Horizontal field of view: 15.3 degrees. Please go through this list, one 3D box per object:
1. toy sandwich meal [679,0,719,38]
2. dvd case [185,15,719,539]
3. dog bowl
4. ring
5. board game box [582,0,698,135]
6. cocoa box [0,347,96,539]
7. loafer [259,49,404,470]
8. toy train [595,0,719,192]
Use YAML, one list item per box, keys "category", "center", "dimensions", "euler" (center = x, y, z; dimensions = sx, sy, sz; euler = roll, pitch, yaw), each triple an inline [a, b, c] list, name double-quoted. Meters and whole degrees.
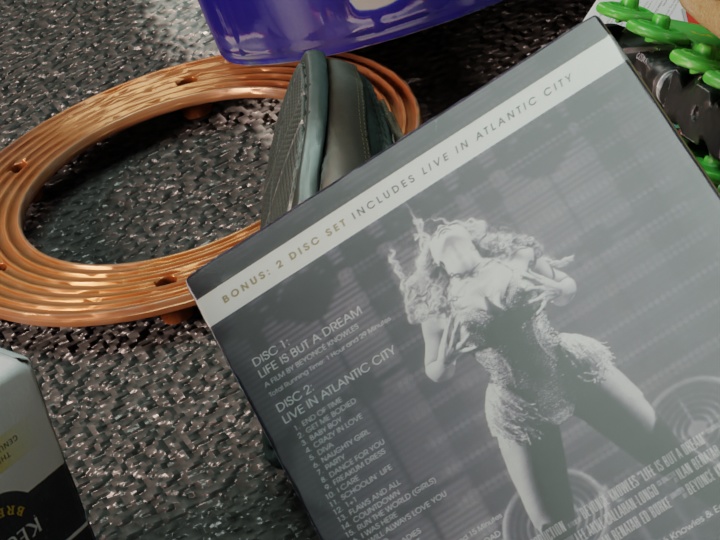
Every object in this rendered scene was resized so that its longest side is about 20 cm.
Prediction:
- category: "toy sandwich meal"
  center: [0.191, -0.082, 0.869]
  dimensions: [0.205, 0.070, 0.205]
  euler: [26, 14, -7]
- category: "dvd case"
  center: [0.052, 0.039, 0.754]
  dimensions: [0.148, 0.016, 0.200]
  euler: [-33, 59, 4]
- category: "dog bowl"
  center: [0.020, -0.158, 1.120]
  dimensions: [0.199, 0.079, 0.200]
  euler: [-19, 15, 5]
- category: "ring"
  center: [-0.070, -0.032, 1.062]
  dimensions: [0.200, 0.019, 0.201]
  euler: [-13, 29, 7]
- category: "board game box"
  center: [0.141, -0.081, 1.015]
  dimensions: [0.126, 0.035, 0.200]
  euler: [-1, 34, 28]
- category: "cocoa box"
  center: [-0.182, 0.116, 0.756]
  dimensions: [0.133, 0.132, 0.200]
  euler: [16, 43, 45]
- category: "loafer"
  center: [0.000, 0.000, 0.927]
  dimensions: [0.063, 0.072, 0.200]
  euler: [12, 39, -11]
- category: "toy train"
  center: [0.125, -0.048, 0.864]
  dimensions: [0.056, 0.042, 0.200]
  euler: [9, 15, -19]
